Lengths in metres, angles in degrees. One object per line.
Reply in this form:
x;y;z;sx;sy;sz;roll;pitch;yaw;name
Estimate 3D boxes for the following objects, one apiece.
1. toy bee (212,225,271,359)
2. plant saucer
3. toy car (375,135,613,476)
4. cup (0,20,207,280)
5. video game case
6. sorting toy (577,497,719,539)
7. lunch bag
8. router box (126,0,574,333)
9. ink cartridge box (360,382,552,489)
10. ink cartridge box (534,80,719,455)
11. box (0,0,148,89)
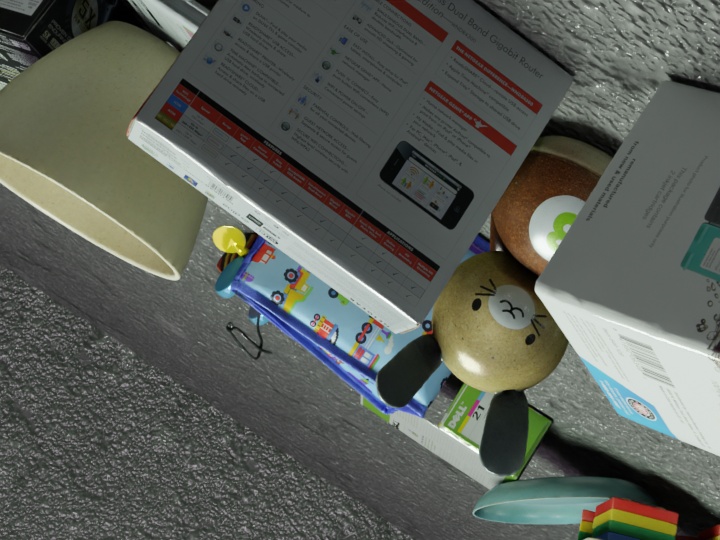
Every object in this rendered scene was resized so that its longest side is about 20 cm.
-0.091;0.009;1.612;0.131;0.109;0.200;37;-167;-45;toy bee
0.219;0.246;1.635;0.197;0.028;0.200;0;163;0;plant saucer
0.099;0.022;0.990;0.163;0.201;0.158;33;166;3;toy car
-0.190;-0.106;1.183;0.199;0.144;0.200;29;170;6;cup
-0.089;-0.145;1.145;0.181;0.022;0.200;36;174;21;video game case
0.311;0.297;1.589;0.198;0.070;0.199;14;162;-2;sorting toy
0.000;0.000;1.235;0.199;0.151;0.094;37;165;-14;lunch bag
-0.003;-0.094;0.885;0.199;0.180;0.049;36;165;-7;router box
0.100;0.156;1.675;0.199;0.076;0.148;33;166;9;ink cartridge box
0.228;0.018;0.802;0.199;0.147;0.147;22;161;40;ink cartridge box
-0.272;-0.199;1.322;0.199;0.087;0.164;21;161;42;box
